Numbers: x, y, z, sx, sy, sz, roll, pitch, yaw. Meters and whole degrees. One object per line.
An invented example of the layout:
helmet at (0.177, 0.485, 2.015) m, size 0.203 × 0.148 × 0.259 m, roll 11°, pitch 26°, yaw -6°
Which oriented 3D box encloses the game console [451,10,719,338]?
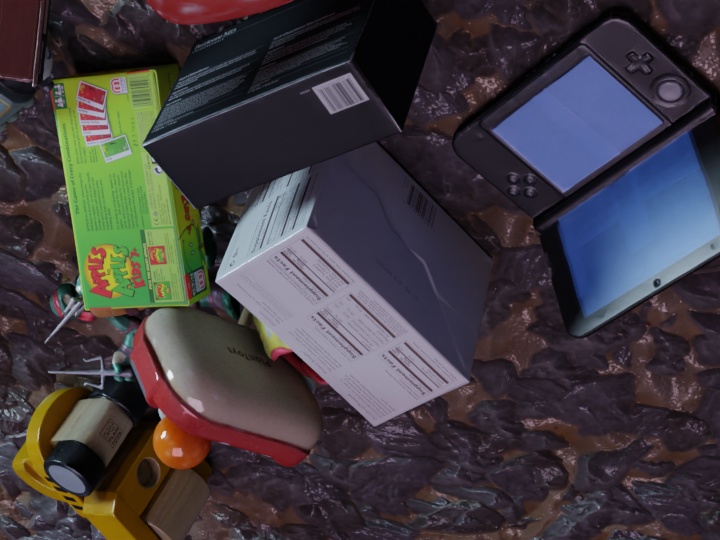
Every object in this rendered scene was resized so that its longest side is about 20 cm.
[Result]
game console at (0.184, -0.072, 1.244) m, size 0.172 × 0.119 × 0.200 m, roll 38°, pitch 131°, yaw -19°

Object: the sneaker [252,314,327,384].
sneaker at (-0.028, 0.066, 1.426) m, size 0.078 × 0.090 × 0.200 m, roll -32°, pitch 147°, yaw 32°

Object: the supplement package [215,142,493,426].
supplement package at (0.000, 0.000, 1.342) m, size 0.111 × 0.156 × 0.200 m, roll -29°, pitch 119°, yaw 34°

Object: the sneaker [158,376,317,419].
sneaker at (-0.128, 0.123, 1.553) m, size 0.200 × 0.081 × 0.077 m, roll -22°, pitch 124°, yaw 35°

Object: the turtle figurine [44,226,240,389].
turtle figurine at (-0.220, 0.026, 1.477) m, size 0.200 × 0.101 × 0.150 m, roll -17°, pitch 146°, yaw 9°

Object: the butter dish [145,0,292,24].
butter dish at (-0.109, -0.252, 1.145) m, size 0.200 × 0.148 × 0.200 m, roll -8°, pitch 130°, yaw 24°

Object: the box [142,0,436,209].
box at (-0.054, -0.144, 1.234) m, size 0.200 × 0.141 × 0.079 m, roll -18°, pitch 127°, yaw 31°

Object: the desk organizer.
desk organizer at (-0.263, -0.240, 1.163) m, size 0.077 × 0.072 × 0.200 m, roll 6°, pitch 97°, yaw -9°

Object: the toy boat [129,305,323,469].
toy boat at (-0.131, 0.123, 1.390) m, size 0.200 × 0.131 × 0.131 m, roll 23°, pitch 117°, yaw -45°

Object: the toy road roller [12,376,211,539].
toy road roller at (-0.268, 0.207, 1.655) m, size 0.146 × 0.123 × 0.200 m, roll -7°, pitch 131°, yaw 42°

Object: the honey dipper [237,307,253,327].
honey dipper at (-0.101, 0.039, 1.448) m, size 0.038 × 0.038 × 0.200 m, roll 22°, pitch 114°, yaw -4°

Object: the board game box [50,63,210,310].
board game box at (-0.195, -0.070, 1.351) m, size 0.101 × 0.048 × 0.200 m, roll -3°, pitch 102°, yaw 20°

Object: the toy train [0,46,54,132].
toy train at (-0.340, -0.160, 1.345) m, size 0.114 × 0.085 × 0.200 m, roll 35°, pitch 141°, yaw -24°
